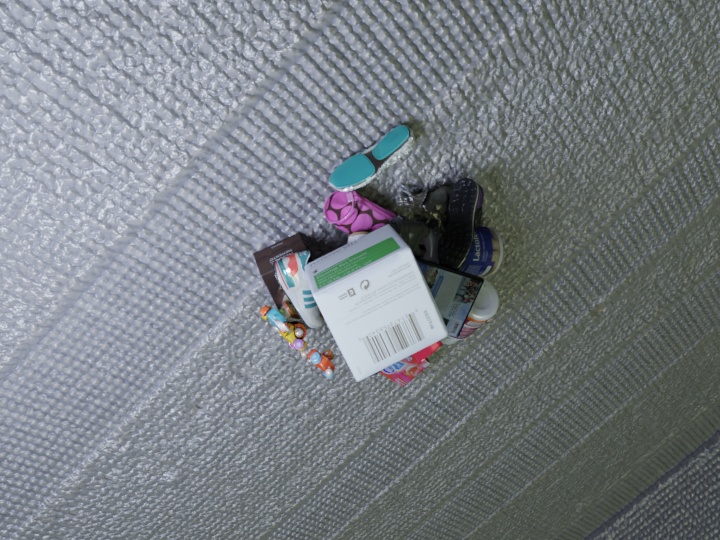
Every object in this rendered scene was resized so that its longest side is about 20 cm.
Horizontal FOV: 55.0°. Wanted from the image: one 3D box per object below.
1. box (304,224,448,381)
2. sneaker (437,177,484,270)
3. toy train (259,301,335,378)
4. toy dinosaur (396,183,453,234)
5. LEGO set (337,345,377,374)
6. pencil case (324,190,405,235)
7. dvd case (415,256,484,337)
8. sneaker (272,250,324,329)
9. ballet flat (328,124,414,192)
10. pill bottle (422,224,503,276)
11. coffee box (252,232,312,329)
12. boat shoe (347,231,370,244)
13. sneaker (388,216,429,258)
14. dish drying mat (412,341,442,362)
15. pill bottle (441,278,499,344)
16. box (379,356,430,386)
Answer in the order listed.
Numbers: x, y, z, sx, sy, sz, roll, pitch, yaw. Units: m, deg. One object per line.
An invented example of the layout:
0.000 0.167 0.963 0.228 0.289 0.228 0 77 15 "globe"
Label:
0.026 0.056 1.313 0.197 0.171 0.202 -26 110 -2 "box"
0.230 -0.092 1.496 0.087 0.075 0.203 13 93 -58 "sneaker"
-0.123 0.136 1.445 0.056 0.150 0.201 -48 128 -14 "toy train"
0.177 -0.143 1.514 0.198 0.077 0.104 -12 114 -27 "toy dinosaur"
0.030 0.149 1.552 0.199 0.155 0.116 -35 165 20 "LEGO set"
0.021 -0.106 1.463 0.199 0.092 0.093 23 149 -39 "pencil case"
0.156 0.057 1.461 0.198 0.018 0.144 16 105 -28 "dvd case"
-0.100 0.039 1.414 0.093 0.071 0.201 -27 130 3 "sneaker"
0.030 -0.215 1.398 0.199 0.072 0.072 -34 133 2 "ballet flat"
0.219 -0.046 1.588 0.198 0.116 0.117 1 125 -27 "pill bottle"
-0.141 0.033 1.494 0.112 0.080 0.201 -25 133 -5 "coffee box"
0.000 0.000 1.482 0.070 0.070 0.201 -7 147 -1 "boat shoe"
0.089 -0.029 1.456 0.090 0.077 0.201 -1 144 -19 "sneaker"
0.102 0.125 1.630 0.077 0.018 0.200 -39 101 17 "dish drying mat"
0.246 0.103 1.680 0.108 0.111 0.200 -6 157 -22 "pill bottle"
0.071 0.196 1.717 0.100 0.096 0.200 -42 132 12 "box"
